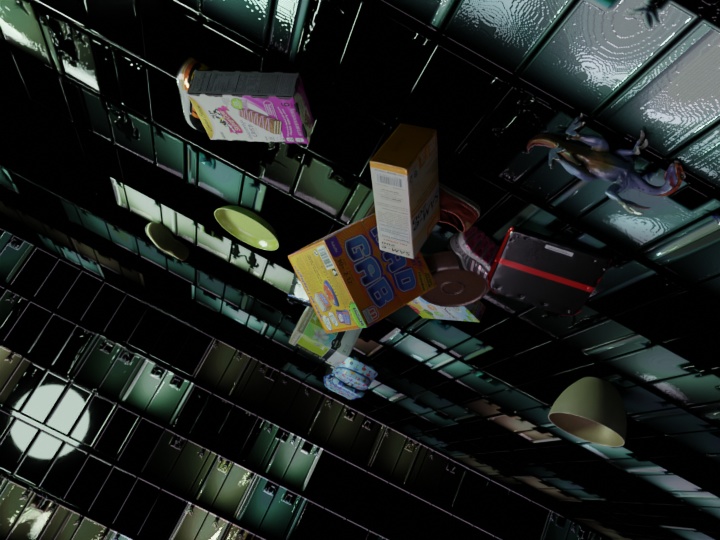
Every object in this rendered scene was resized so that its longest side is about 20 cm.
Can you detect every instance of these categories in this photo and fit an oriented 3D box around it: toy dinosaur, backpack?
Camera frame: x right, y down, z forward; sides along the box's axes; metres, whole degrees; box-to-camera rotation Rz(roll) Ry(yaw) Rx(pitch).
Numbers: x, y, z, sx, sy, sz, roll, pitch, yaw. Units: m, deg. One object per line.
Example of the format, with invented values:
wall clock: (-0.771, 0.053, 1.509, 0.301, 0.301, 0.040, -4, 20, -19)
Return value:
toy dinosaur: (0.377, -0.164, 1.019, 0.181, 0.105, 0.200, 20, -161, -20)
backpack: (-0.071, 0.049, 1.887, 0.182, 0.135, 0.200, 13, -178, 36)
backpack: (-0.034, 0.418, 2.716, 0.182, 0.135, 0.200, 31, 156, -13)

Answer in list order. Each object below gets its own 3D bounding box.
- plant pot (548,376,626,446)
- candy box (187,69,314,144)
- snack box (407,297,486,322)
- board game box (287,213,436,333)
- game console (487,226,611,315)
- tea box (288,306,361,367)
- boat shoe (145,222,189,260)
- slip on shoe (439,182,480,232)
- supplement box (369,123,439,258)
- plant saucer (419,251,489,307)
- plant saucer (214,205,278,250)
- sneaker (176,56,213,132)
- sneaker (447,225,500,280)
plant pot: (0.618, 0.363, 1.831, 0.200, 0.135, 0.200, 22, 159, 9)
candy box: (-0.198, -0.299, 1.265, 0.200, 0.061, 0.136, 5, 154, 11)
snack box: (0.197, 0.071, 1.748, 0.200, 0.053, 0.142, 0, 148, 48)
board game box: (0.000, 0.000, 1.506, 0.200, 0.200, 0.200, -17, 101, 61)
game console: (0.362, 0.004, 1.347, 0.200, 0.031, 0.177, 18, 134, 3)
tea box: (-0.121, 0.215, 2.341, 0.197, 0.134, 0.200, 27, 159, -5)
boat shoe: (-0.666, -0.096, 2.330, 0.066, 0.072, 0.201, 6, 156, 32)
slip on shoe: (0.133, -0.135, 1.333, 0.200, 0.061, 0.074, 27, 161, 3)
supplement box: (0.084, -0.139, 1.219, 0.073, 0.126, 0.200, 16, 139, 24)
plant saucer: (0.208, 0.029, 1.553, 0.200, 0.035, 0.200, 1, 145, 1)
plant saucer: (-0.311, -0.124, 1.913, 0.200, 0.031, 0.200, 22, 159, 9)
sneaker: (-0.299, -0.329, 1.364, 0.090, 0.070, 0.200, 25, 157, 11)
sneaker: (0.257, -0.019, 1.448, 0.200, 0.074, 0.087, 40, 158, -25)
